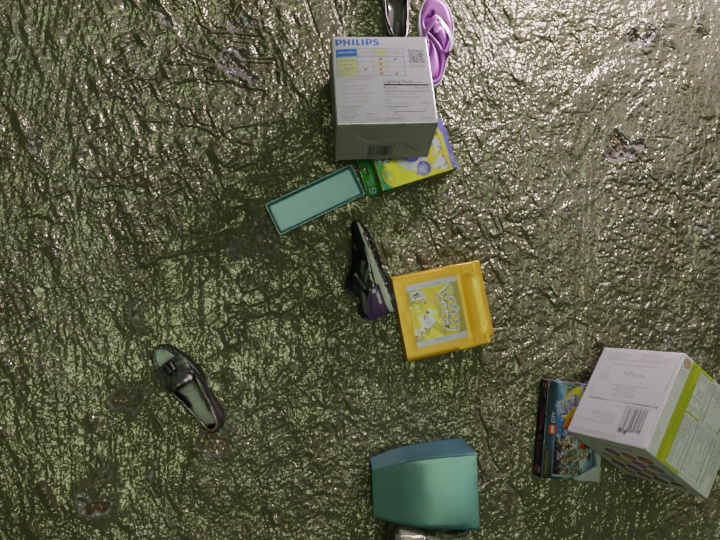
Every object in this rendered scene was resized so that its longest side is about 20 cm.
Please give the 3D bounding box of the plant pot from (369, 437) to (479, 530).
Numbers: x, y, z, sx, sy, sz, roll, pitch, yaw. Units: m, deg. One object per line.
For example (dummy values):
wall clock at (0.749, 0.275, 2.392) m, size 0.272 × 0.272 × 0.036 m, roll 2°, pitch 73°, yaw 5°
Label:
plant pot at (0.118, 0.415, 1.191) m, size 0.197 × 0.141 × 0.144 m, roll -1°, pitch 86°, yaw -2°

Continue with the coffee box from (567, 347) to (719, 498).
coffee box at (0.583, 0.295, 1.217) m, size 0.197 × 0.199 × 0.201 m, roll 36°, pitch 74°, yaw -19°

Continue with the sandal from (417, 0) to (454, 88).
sandal at (0.165, -0.493, 1.306) m, size 0.081 × 0.050 × 0.206 m, roll 3°, pitch 85°, yaw -9°

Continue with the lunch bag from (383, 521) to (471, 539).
lunch bag at (0.129, 0.585, 1.177) m, size 0.165 × 0.139 × 0.203 m, roll 6°, pitch 86°, yaw -8°

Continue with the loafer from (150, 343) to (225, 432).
loafer at (-0.327, 0.223, 1.164) m, size 0.072 × 0.063 × 0.201 m, roll -38°, pitch 93°, yaw -10°

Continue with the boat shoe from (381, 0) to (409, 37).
boat shoe at (0.078, -0.565, 1.293) m, size 0.066 × 0.057 × 0.203 m, roll -2°, pitch 86°, yaw -10°

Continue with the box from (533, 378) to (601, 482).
box at (0.445, 0.339, 1.300) m, size 0.135 × 0.038 × 0.203 m, roll 7°, pitch 85°, yaw -9°

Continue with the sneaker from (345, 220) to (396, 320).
sneaker at (0.000, 0.000, 1.233) m, size 0.087 × 0.076 × 0.202 m, roll -21°, pitch 79°, yaw 10°

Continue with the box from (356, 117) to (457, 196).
box at (0.092, -0.236, 1.278) m, size 0.198 × 0.048 × 0.119 m, roll -19°, pitch 88°, yaw -9°

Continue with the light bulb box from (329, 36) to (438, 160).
light bulb box at (0.039, -0.340, 1.207) m, size 0.195 × 0.125 × 0.203 m, roll -2°, pitch 69°, yaw -6°

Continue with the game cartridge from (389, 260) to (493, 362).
game cartridge at (0.171, 0.083, 1.275) m, size 0.197 × 0.032 × 0.179 m, roll -11°, pitch 88°, yaw -9°

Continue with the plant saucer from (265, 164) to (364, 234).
plant saucer at (-0.092, -0.145, 1.254) m, size 0.198 × 0.019 × 0.071 m, roll -27°, pitch 91°, yaw -10°
